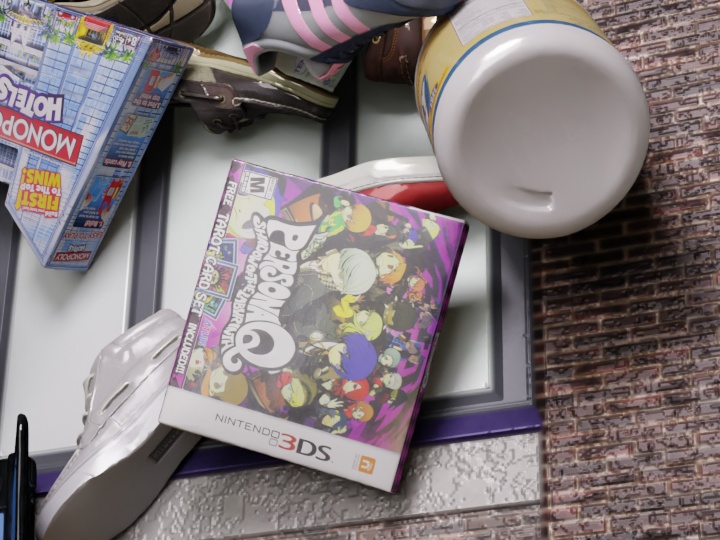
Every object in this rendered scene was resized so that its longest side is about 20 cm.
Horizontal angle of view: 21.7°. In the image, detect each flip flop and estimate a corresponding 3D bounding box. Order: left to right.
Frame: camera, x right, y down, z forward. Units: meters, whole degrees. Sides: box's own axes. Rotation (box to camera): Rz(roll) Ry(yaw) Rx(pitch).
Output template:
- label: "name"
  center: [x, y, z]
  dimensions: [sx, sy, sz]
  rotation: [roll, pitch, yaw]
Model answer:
- label: "flip flop"
  center: [-0.211, -0.214, 1.595]
  dimensions: [0.198, 0.081, 0.058]
  rotation: [-15, 34, 21]

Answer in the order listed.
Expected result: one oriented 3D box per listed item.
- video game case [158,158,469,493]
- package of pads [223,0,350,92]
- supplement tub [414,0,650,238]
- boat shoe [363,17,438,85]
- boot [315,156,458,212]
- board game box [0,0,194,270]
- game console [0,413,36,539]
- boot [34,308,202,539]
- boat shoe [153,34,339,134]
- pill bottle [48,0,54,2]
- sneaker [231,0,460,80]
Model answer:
- label: "video game case"
  center: [-0.033, 0.039, 1.349]
  dimensions: [0.180, 0.036, 0.202]
  rotation: [16, 86, 10]
- label: "package of pads"
  center: [-0.044, -0.260, 1.490]
  dimensions: [0.155, 0.068, 0.200]
  rotation: [-58, 42, 19]
- label: "supplement tub"
  center: [0.113, -0.119, 1.306]
  dimensions: [0.144, 0.145, 0.200]
  rotation: [-31, 19, 7]
- label: "boat shoe"
  center: [0.039, -0.241, 1.488]
  dimensions: [0.070, 0.070, 0.202]
  rotation: [-1, 65, 20]
- label: "boot"
  center: [0.000, 0.000, 1.398]
  dimensions: [0.198, 0.072, 0.146]
  rotation: [-15, 72, 11]
- label: "board game box"
  center: [-0.251, -0.112, 1.520]
  dimensions: [0.199, 0.062, 0.202]
  rotation: [20, 97, 30]
- label: "game console"
  center: [-0.293, 0.225, 1.377]
  dimensions: [0.174, 0.116, 0.202]
  rotation: [-11, 66, 19]
- label: "boot"
  center: [-0.184, 0.120, 1.422]
  dimensions: [0.200, 0.074, 0.095]
  rotation: [-44, 50, -11]
- label: "boat shoe"
  center: [-0.108, -0.141, 1.515]
  dimensions: [0.199, 0.073, 0.065]
  rotation: [17, 94, 29]
- label: "pill bottle"
  center: [-0.279, -0.290, 1.635]
  dimensions: [0.198, 0.111, 0.112]
  rotation: [-20, 59, 15]
- label: "sneaker"
  center: [-0.007, -0.180, 1.365]
  dimensions: [0.199, 0.070, 0.083]
  rotation: [6, 112, 38]
